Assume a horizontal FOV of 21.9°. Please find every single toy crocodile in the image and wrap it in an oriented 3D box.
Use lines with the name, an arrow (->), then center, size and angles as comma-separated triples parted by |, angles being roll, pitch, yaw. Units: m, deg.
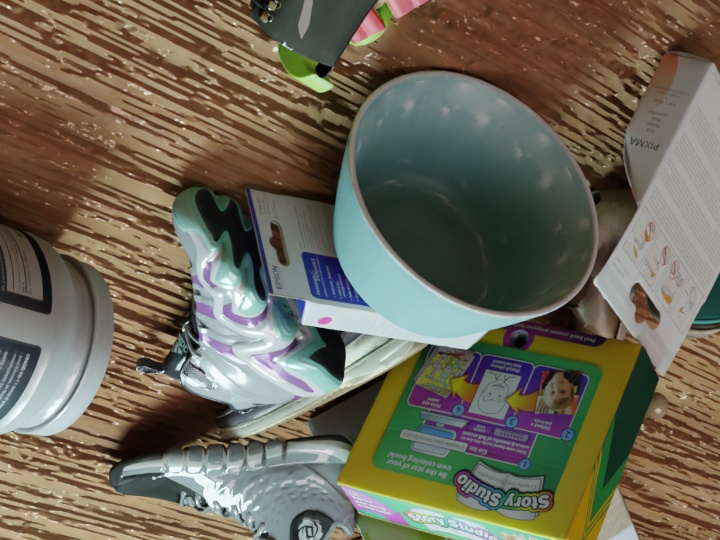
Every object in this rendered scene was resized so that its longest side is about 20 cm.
toy crocodile -> 0.027, -0.197, 1.226 | 0.200, 0.062, 0.068 | -36, 139, 7

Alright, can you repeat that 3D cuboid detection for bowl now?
bowl -> 0.060, -0.031, 1.338 | 0.200, 0.202, 0.105 | 0, 151, -30

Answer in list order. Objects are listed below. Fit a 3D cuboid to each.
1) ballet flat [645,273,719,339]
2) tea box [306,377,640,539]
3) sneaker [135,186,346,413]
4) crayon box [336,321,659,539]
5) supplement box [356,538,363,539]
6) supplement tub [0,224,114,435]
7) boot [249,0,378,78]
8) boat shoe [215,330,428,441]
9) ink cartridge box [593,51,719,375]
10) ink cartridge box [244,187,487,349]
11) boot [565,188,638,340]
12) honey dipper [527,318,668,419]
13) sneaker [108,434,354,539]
ballet flat -> 0.301, 0.024, 1.580 | 0.199, 0.068, 0.067 | -19, 155, -39
tea box -> 0.095, 0.178, 1.546 | 0.199, 0.197, 0.134 | -29, 139, 0
sneaker -> -0.116, 0.037, 1.375 | 0.139, 0.078, 0.200 | -22, 121, 23
crayon box -> 0.107, 0.125, 1.448 | 0.173, 0.199, 0.058 | -64, 146, -23
supplement box -> 0.078, 0.299, 1.726 | 0.199, 0.109, 0.110 | -18, 138, -13
supplement tub -> -0.277, 0.030, 1.220 | 0.200, 0.141, 0.140 | 19, 120, -41
boot -> -0.049, -0.210, 1.129 | 0.200, 0.078, 0.139 | 29, 105, -32
boat shoe -> -0.034, 0.071, 1.463 | 0.199, 0.065, 0.072 | -29, 178, 21
ink cartridge box -> 0.238, -0.043, 1.447 | 0.200, 0.050, 0.162 | -59, 141, -13
ink cartridge box -> 0.000, 0.000, 1.380 | 0.199, 0.095, 0.037 | 12, 140, -36
boot -> 0.187, 0.017, 1.543 | 0.075, 0.074, 0.201 | 6, 121, -19
honey dipper -> 0.171, 0.064, 1.521 | 0.200, 0.038, 0.038 | 31, 116, -12
sneaker -> -0.098, 0.194, 1.476 | 0.199, 0.116, 0.075 | -5, 174, 1
